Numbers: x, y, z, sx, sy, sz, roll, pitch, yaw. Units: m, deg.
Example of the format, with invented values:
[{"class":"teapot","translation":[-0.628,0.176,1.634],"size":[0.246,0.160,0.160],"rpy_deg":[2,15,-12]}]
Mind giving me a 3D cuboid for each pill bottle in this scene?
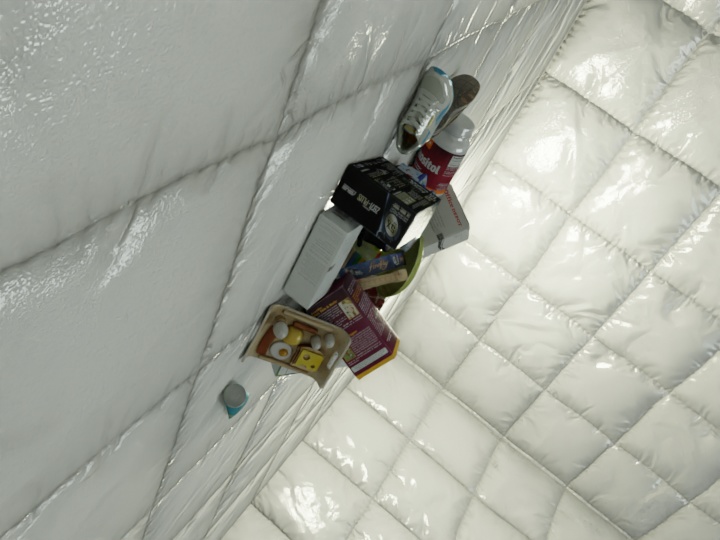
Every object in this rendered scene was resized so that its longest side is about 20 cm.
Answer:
[{"class":"pill bottle","translation":[0.208,-0.300,1.648],"size":[0.113,0.112,0.202],"rpy_deg":[-41,163,-52]}]

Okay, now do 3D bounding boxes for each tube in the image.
[{"class":"tube","translation":[0.054,-0.111,1.653],"size":[0.202,0.057,0.052],"rpy_deg":[-55,164,-24]},{"class":"tube","translation":[-0.283,0.300,1.485],"size":[0.077,0.050,0.200],"rpy_deg":[-44,172,-18]}]

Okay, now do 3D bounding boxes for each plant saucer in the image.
[{"class":"plant saucer","translation":[0.102,-0.024,1.620],"size":[0.200,0.031,0.204],"rpy_deg":[-45,-147,40]}]

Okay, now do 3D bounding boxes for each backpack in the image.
[{"class":"backpack","translation":[0.093,-0.154,1.507],"size":[0.203,0.151,0.192],"rpy_deg":[-65,176,37]}]

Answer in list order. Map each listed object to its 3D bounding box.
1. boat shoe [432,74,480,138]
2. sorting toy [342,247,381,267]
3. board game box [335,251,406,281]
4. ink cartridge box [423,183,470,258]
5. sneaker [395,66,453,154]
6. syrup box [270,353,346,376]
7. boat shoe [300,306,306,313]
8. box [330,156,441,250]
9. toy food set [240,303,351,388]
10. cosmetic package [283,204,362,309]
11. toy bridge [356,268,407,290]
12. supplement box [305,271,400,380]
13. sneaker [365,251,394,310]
[{"class":"boat shoe","translation":[0.198,-0.378,1.499],"size":[0.199,0.075,0.073],"rpy_deg":[-43,177,-19]},{"class":"sorting toy","translation":[-0.017,0.012,1.722],"size":[0.202,0.069,0.198],"rpy_deg":[-59,169,25]},{"class":"board game box","translation":[0.000,0.000,1.522],"size":[0.195,0.036,0.135],"rpy_deg":[-16,180,16]},{"class":"ink cartridge box","translation":[0.180,-0.123,1.742],"size":[0.195,0.149,0.085],"rpy_deg":[-21,159,-1]},{"class":"sneaker","translation":[0.128,-0.318,1.313],"size":[0.081,0.076,0.202],"rpy_deg":[-44,164,-35]},{"class":"syrup box","translation":[-0.109,0.181,1.507],"size":[0.195,0.083,0.079],"rpy_deg":[-4,146,-29]},{"class":"boat shoe","translation":[-0.116,0.113,1.578],"size":[0.201,0.073,0.076],"rpy_deg":[-49,-176,39]},{"class":"box","translation":[0.055,-0.140,1.289],"size":[0.087,0.162,0.200],"rpy_deg":[-57,170,23]},{"class":"toy food set","translation":[-0.135,0.167,1.368],"size":[0.145,0.196,0.061],"rpy_deg":[-58,-158,23]},{"class":"cosmetic package","translation":[-0.073,-0.031,1.304],"size":[0.102,0.073,0.203],"rpy_deg":[-41,162,-57]},{"class":"toy bridge","translation":[0.016,0.029,1.474],"size":[0.197,0.028,0.066],"rpy_deg":[-15,179,40]},{"class":"supplement box","translation":[-0.014,0.122,1.433],"size":[0.109,0.202,0.086],"rpy_deg":[-32,-168,21]},{"class":"sneaker","translation":[0.052,0.046,1.743],"size":[0.202,0.077,0.082],"rpy_deg":[-55,171,1]}]
